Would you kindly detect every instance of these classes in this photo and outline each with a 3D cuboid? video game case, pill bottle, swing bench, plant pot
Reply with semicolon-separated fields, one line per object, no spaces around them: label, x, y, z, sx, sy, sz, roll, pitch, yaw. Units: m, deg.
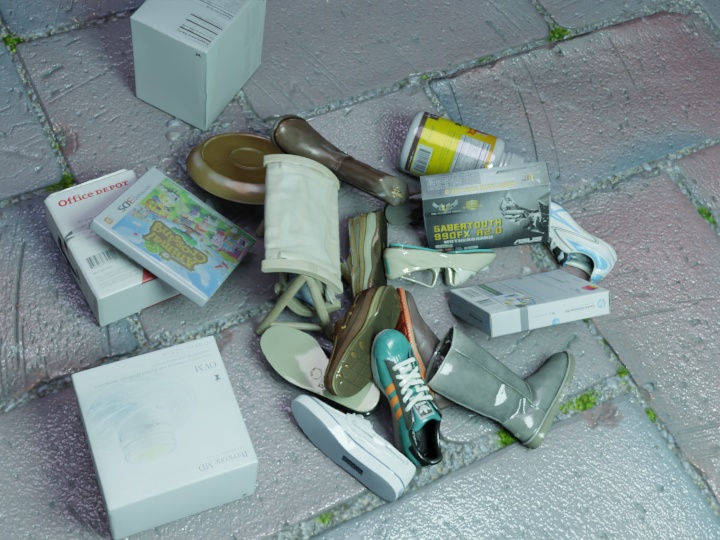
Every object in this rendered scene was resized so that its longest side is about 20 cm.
video game case;-0.274;-0.055;1.481;0.199;0.022;0.182;36;36;-3
pill bottle;0.171;-0.189;1.688;0.199;0.110;0.110;20;56;3
swing bench;-0.089;-0.034;1.486;0.129;0.200;0.200;3;57;-8
plant pot;-0.184;-0.174;1.624;0.198;0.028;0.201;9;36;-7

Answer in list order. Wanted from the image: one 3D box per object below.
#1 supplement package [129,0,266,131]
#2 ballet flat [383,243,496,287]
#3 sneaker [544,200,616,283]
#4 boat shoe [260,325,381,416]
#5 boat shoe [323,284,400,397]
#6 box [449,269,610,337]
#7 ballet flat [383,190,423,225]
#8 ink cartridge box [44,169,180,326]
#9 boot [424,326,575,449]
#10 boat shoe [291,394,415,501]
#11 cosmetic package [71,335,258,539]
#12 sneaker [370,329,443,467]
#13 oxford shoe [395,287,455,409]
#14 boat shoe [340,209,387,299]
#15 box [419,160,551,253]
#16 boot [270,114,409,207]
supplement package;-0.272;-0.389;1.690;0.146;0.192;0.201;26;56;8
ballet flat;0.127;-0.004;1.588;0.199;0.070;0.070;3;56;-22
sneaker;0.330;-0.055;1.656;0.200;0.072;0.072;37;66;18
boat shoe;-0.060;0.151;1.458;0.200;0.063;0.074;29;73;13
boat shoe;-0.007;0.102;1.428;0.067;0.072;0.201;-1;42;32
box;0.258;0.047;1.536;0.199;0.042;0.156;-11;15;-16
ballet flat;0.136;-0.112;1.650;0.198;0.068;0.046;-9;19;4
ink cartridge box;-0.370;-0.037;1.509;0.146;0.083;0.201;-23;64;-24
boot;0.208;0.147;1.475;0.199;0.073;0.182;33;57;-3
boat shoe;-0.010;0.239;1.410;0.200;0.074;0.065;42;55;5
cosmetic package;-0.263;0.222;1.338;0.198;0.123;0.201;-15;62;-19
sneaker;0.074;0.178;1.390;0.071;0.080;0.201;-21;101;-25
oxford shoe;0.093;0.119;1.507;0.072;0.071;0.201;-4;66;-23
boat shoe;0.000;0.000;1.571;0.076;0.072;0.201;-7;55;17
box;0.199;-0.096;1.575;0.198;0.159;0.049;-6;58;4
boot;-0.027;-0.169;1.584;0.199;0.186;0.065;33;97;33
